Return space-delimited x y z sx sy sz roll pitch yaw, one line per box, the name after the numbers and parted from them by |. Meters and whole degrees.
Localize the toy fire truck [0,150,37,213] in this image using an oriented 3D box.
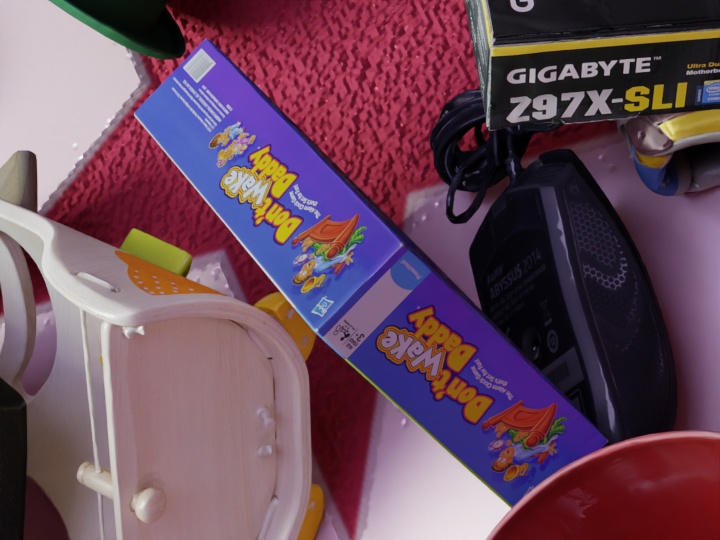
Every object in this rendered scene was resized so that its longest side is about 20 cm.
-0.239 -0.040 1.150 0.199 0.129 0.177 -9 78 6 | toy fire truck

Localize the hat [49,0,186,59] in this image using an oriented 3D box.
-0.089 -0.207 1.064 0.200 0.166 0.176 39 103 0 | hat

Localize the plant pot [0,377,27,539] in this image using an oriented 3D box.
-0.257 0.098 1.015 0.200 0.199 0.178 34 107 31 | plant pot

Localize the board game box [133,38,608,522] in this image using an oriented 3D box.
0.000 0.000 0.939 0.045 0.134 0.200 -45 35 2 | board game box

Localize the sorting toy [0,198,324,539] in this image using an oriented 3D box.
-0.112 0.047 1.031 0.180 0.107 0.201 29 133 37 | sorting toy

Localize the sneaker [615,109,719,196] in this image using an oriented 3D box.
0.116 -0.083 0.974 0.199 0.075 0.090 25 85 32 | sneaker

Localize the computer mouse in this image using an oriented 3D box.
0.089 0.009 0.962 0.138 0.052 0.201 146 118 -61 | computer mouse

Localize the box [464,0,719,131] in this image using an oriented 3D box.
0.115 -0.146 0.931 0.159 0.049 0.201 -4 49 -3 | box

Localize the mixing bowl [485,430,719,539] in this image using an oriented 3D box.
0.135 0.166 0.881 0.199 0.108 0.201 -7 74 27 | mixing bowl
